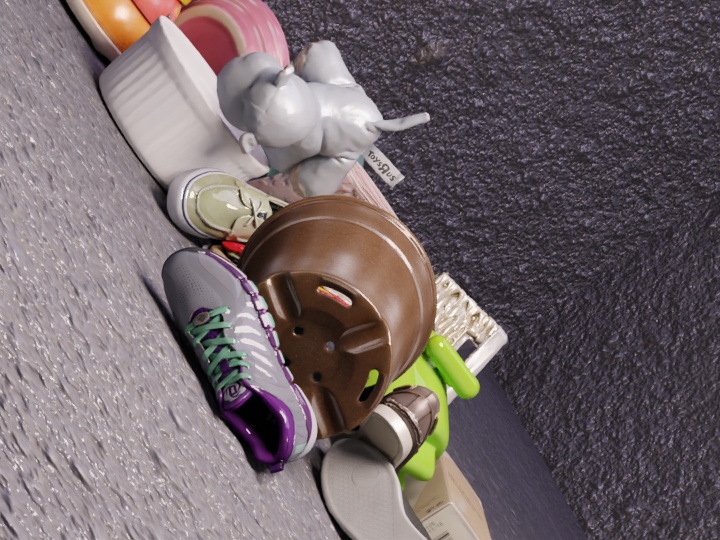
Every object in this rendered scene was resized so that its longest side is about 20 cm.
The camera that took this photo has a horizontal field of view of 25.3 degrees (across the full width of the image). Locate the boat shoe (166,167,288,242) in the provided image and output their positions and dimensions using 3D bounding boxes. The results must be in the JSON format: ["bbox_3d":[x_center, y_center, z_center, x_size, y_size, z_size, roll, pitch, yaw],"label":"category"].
[{"bbox_3d":[-0.119,-0.063,1.657,0.062,0.073,0.199,9,0,34],"label":"boat shoe"}]

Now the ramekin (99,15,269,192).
[{"bbox_3d":[-0.192,-0.162,1.721,0.201,0.097,0.201,54,6,-8],"label":"ramekin"}]

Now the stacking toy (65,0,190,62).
[{"bbox_3d":[-0.233,-0.335,1.837,0.147,0.199,0.146,54,6,-9],"label":"stacking toy"}]

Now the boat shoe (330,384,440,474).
[{"bbox_3d":[0.023,0.158,1.529,0.072,0.059,0.200,51,-24,7],"label":"boat shoe"}]

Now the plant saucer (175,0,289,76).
[{"bbox_3d":[-0.173,-0.230,1.870,0.051,0.200,0.201,1,51,-54],"label":"plant saucer"}]

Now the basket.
[{"bbox_3d":[0.074,0.094,2.062,0.124,0.136,0.200,48,-19,-8],"label":"basket"}]

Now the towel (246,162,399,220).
[{"bbox_3d":[-0.049,-0.043,1.870,0.191,0.198,0.032,53,38,-35],"label":"towel"}]

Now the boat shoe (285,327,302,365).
[{"bbox_3d":[-0.068,0.069,1.753,0.200,0.072,0.062,-137,-125,-85],"label":"boat shoe"}]

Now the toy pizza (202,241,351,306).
[{"bbox_3d":[-0.070,0.014,1.650,0.199,0.032,0.200,27,7,-3],"label":"toy pizza"}]

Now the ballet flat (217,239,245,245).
[{"bbox_3d":[-0.097,-0.010,1.782,0.199,0.064,0.067,24,11,-16],"label":"ballet flat"}]

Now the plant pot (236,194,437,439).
[{"bbox_3d":[-0.034,0.051,1.449,0.201,0.199,0.198,55,13,-9],"label":"plant pot"}]

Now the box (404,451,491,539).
[{"bbox_3d":[0.083,0.267,1.701,0.095,0.077,0.200,54,6,-11],"label":"box"}]

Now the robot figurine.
[{"bbox_3d":[0.034,0.132,1.700,0.115,0.175,0.201,30,43,-34],"label":"robot figurine"}]

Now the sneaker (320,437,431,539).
[{"bbox_3d":[0.027,0.246,1.458,0.200,0.070,0.100,53,-10,40],"label":"sneaker"}]

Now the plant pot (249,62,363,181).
[{"bbox_3d":[-0.078,-0.133,1.937,0.201,0.200,0.134,52,1,-34],"label":"plant pot"}]

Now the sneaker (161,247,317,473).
[{"bbox_3d":[-0.101,0.070,1.309,0.201,0.074,0.088,57,10,0],"label":"sneaker"}]

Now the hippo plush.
[{"bbox_3d":[-0.071,-0.145,1.657,0.160,0.160,0.200,0,34,-46],"label":"hippo plush"}]
